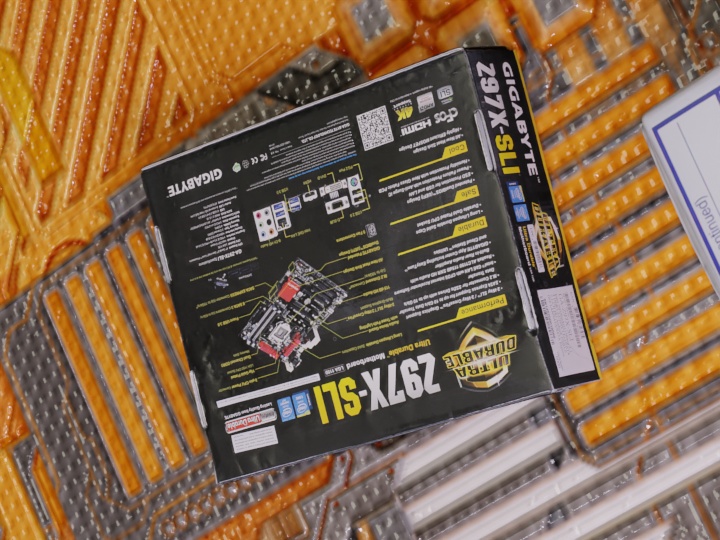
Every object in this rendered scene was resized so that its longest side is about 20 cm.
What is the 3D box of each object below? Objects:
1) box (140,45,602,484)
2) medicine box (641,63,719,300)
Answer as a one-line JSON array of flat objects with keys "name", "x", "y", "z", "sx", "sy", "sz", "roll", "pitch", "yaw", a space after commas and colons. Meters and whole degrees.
[{"name": "box", "x": 0.000, "y": 0.000, "z": 1.159, "sx": 0.199, "sy": 0.049, "sz": 0.161, "roll": -19, "pitch": 85, "yaw": 34}, {"name": "medicine box", "x": 0.237, "y": -0.060, "z": 0.910, "sx": 0.199, "sy": 0.182, "sz": 0.104, "roll": -32, "pitch": 75, "yaw": 31}]
